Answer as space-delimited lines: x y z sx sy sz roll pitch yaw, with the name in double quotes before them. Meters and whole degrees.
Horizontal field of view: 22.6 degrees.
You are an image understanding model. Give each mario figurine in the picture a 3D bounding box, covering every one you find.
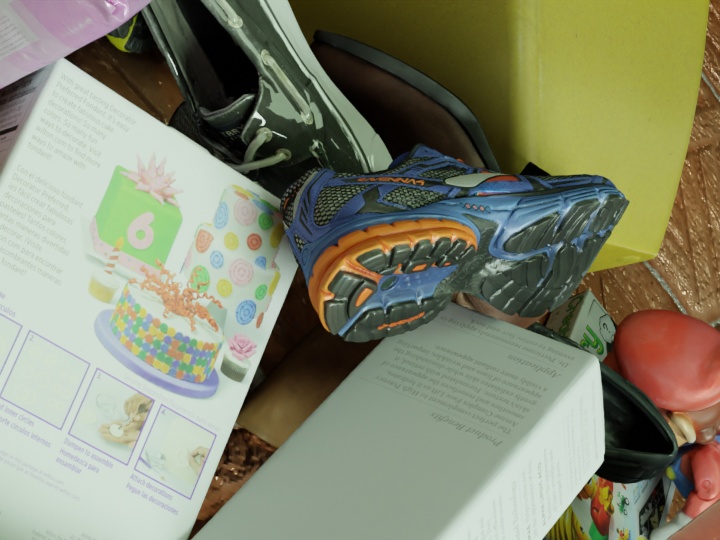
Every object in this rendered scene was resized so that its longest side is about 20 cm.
"mario figurine" 0.203 0.112 1.138 0.201 0.106 0.124 61 -2 -23

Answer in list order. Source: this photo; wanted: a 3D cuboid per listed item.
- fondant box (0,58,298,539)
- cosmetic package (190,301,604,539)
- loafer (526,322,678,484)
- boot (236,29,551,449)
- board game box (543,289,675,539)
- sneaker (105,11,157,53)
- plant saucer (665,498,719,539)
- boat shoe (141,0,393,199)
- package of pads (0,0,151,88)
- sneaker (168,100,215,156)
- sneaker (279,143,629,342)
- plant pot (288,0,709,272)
"fondant box" -0.122 0.033 0.773 0.144 0.058 0.201 32 68 -27
"cosmetic package" 0.019 0.106 0.805 0.200 0.101 0.074 -44 140 -34
"loafer" 0.095 0.058 1.035 0.200 0.070 0.068 31 75 -7
"boot" 0.000 0.000 0.930 0.188 0.200 0.068 38 4 -16
"board game box" 0.144 0.121 1.130 0.126 0.034 0.200 50 39 -18
"sneaker" -0.117 -0.162 0.939 0.200 0.085 0.079 -24 129 -72
"plant saucer" 0.137 0.226 0.916 0.037 0.201 0.199 33 39 30
"boat shoe" -0.049 -0.074 0.850 0.201 0.070 0.064 59 41 -8
"package of pads" -0.156 -0.128 0.775 0.076 0.199 0.121 55 40 -19
"sneaker" -0.094 -0.013 0.884 0.082 0.078 0.201 35 45 -31
"sneaker" 0.047 -0.026 0.826 0.199 0.076 0.079 -5 47 -43
"plant pot" 0.081 -0.089 1.063 0.199 0.199 0.178 10 73 -47
